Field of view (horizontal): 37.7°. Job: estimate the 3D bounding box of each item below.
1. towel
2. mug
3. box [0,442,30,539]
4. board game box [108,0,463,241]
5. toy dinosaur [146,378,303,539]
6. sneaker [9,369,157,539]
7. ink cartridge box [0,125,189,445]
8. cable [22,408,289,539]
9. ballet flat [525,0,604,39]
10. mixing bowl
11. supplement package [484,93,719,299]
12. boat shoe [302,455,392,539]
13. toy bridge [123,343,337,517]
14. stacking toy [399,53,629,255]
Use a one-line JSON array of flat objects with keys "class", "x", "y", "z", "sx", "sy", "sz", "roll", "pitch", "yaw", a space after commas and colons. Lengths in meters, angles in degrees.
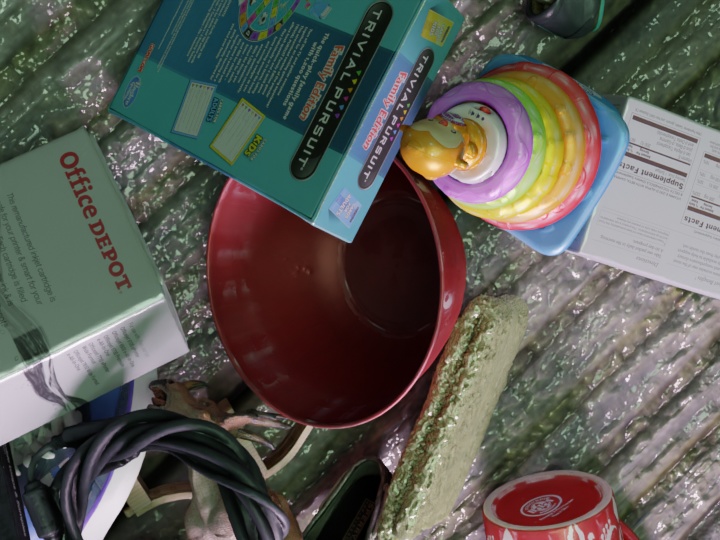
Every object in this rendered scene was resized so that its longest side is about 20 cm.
[{"class": "towel", "x": 0.071, "y": 0.112, "z": 0.803, "sx": 0.036, "sy": 0.148, "sz": 0.202, "roll": 23, "pitch": 96, "yaw": 18}, {"class": "mug", "x": 0.176, "y": 0.275, "z": 0.891, "sx": 0.132, "sy": 0.177, "sz": 0.203, "roll": -8, "pitch": 103, "yaw": 21}, {"class": "box", "x": -0.290, "y": 0.153, "z": 0.671, "sx": 0.141, "sy": 0.036, "sz": 0.202, "roll": -18, "pitch": 67, "yaw": -8}, {"class": "board game box", "x": -0.053, "y": -0.129, "z": 0.670, "sx": 0.047, "sy": 0.199, "sz": 0.152, "roll": 24, "pitch": 95, "yaw": -56}, {"class": "toy dinosaur", "x": -0.076, "y": 0.171, "z": 0.730, "sx": 0.085, "sy": 0.136, "sz": 0.202, "roll": -13, "pitch": 123, "yaw": 10}, {"class": "sneaker", "x": -0.239, "y": 0.134, "z": 0.727, "sx": 0.145, "sy": 0.081, "sz": 0.202, "roll": 22, "pitch": 100, "yaw": -25}, {"class": "ink cartridge box", "x": -0.229, "y": 0.022, "z": 0.667, "sx": 0.198, "sy": 0.146, "sz": 0.084, "roll": -26, "pitch": 152, "yaw": -11}, {"class": "cable", "x": -0.127, "y": 0.168, "z": 0.643, "sx": 0.051, "sy": 0.198, "sz": 0.165, "roll": -2, "pitch": 81, "yaw": -59}, {"class": "ballet flat", "x": 0.153, "y": -0.274, "z": 0.774, "sx": 0.072, "sy": 0.073, "sz": 0.203, "roll": 0, "pitch": 104, "yaw": -18}, {"class": "mixing bowl", "x": 0.000, "y": 0.000, "z": 0.737, "sx": 0.108, "sy": 0.198, "sz": 0.203, "roll": -7, "pitch": 108, "yaw": -54}, {"class": "supplement package", "x": 0.224, "y": -0.051, "z": 0.797, "sx": 0.198, "sy": 0.156, "sz": 0.112, "roll": 16, "pitch": 95, "yaw": -21}, {"class": "boat shoe", "x": -0.032, "y": 0.232, "z": 0.793, "sx": 0.201, "sy": 0.070, "sz": 0.064, "roll": -61, "pitch": 154, "yaw": -23}, {"class": "toy bridge", "x": -0.092, "y": 0.131, "z": 0.804, "sx": 0.199, "sy": 0.027, "sz": 0.068, "roll": -31, "pitch": 111, "yaw": -9}, {"class": "stacking toy", "x": 0.074, "y": -0.075, "z": 0.631, "sx": 0.116, "sy": 0.199, "sz": 0.111, "roll": 35, "pitch": 109, "yaw": 21}]
